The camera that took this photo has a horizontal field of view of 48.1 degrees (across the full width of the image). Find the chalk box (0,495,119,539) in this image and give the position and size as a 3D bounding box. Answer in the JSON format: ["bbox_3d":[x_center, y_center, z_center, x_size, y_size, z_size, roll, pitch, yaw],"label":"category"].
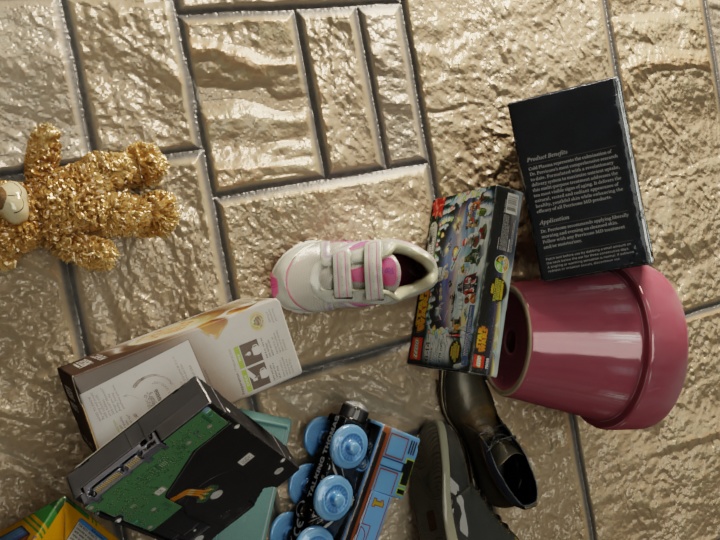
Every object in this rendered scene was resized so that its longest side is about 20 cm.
[{"bbox_3d":[-0.286,0.301,0.683,0.125,0.199,0.124,47,37,-19],"label":"chalk box"}]

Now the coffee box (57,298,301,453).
[{"bbox_3d":[-0.173,0.096,0.771,0.199,0.114,0.081,-21,97,-26],"label":"coffee box"}]

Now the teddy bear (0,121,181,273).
[{"bbox_3d":[-0.266,-0.066,0.757,0.198,0.067,0.147,5,83,-27],"label":"teddy bear"}]

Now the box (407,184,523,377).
[{"bbox_3d":[0.115,0.013,0.907,0.040,0.137,0.202,13,82,-23],"label":"box"}]

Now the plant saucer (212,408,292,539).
[{"bbox_3d":[-0.122,0.250,0.845,0.069,0.019,0.202,16,82,-25],"label":"plant saucer"}]

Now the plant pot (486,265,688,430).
[{"bbox_3d":[0.248,0.084,0.947,0.177,0.200,0.202,4,86,-16],"label":"plant pot"}]

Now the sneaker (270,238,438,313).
[{"bbox_3d":[0.000,0.000,0.876,0.198,0.088,0.082,-10,92,-26],"label":"sneaker"}]

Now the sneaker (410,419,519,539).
[{"bbox_3d":[0.123,0.273,0.922,0.105,0.075,0.202,5,67,-27],"label":"sneaker"}]

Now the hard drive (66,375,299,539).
[{"bbox_3d":[-0.152,0.184,0.739,0.139,0.038,0.200,-39,146,-3],"label":"hard drive"}]

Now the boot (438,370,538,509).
[{"bbox_3d":[0.154,0.183,0.942,0.074,0.097,0.202,-19,97,-26],"label":"boot"}]

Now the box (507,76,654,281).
[{"bbox_3d":[0.255,-0.104,0.936,0.123,0.200,0.199,-9,94,16],"label":"box"}]

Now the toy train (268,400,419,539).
[{"bbox_3d":[-0.017,0.244,0.863,0.114,0.086,0.202,26,76,-29],"label":"toy train"}]
